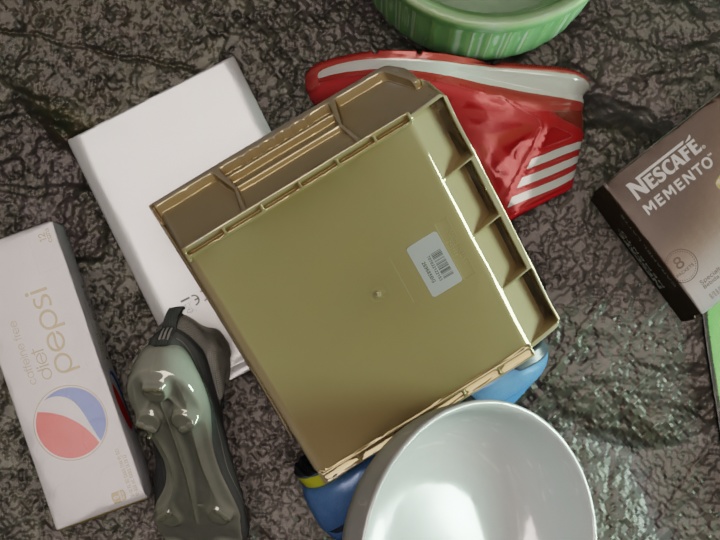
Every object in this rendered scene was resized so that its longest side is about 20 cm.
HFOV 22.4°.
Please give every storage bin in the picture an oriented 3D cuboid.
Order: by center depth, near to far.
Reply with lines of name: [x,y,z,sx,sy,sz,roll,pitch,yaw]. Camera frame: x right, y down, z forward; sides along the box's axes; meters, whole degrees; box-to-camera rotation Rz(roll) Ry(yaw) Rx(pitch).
storage bin: [0.000,0.000,1.206,0.198,0.094,0.201,-31,115,-3]

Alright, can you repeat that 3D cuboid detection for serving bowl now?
serving bowl: [0.062,0.184,1.203,0.199,0.066,0.202,0,90,-35]

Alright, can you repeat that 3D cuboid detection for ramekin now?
ramekin: [0.084,-0.242,1.239,0.198,0.098,0.202,1,76,-2]

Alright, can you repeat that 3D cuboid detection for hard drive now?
hard drive: [-0.102,-0.030,1.279,0.131,0.027,0.201,-27,89,-2]

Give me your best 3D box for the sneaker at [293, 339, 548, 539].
sneaker: [0.052,0.118,1.264,0.199,0.066,0.079,-33,105,-3]

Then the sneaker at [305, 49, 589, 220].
sneaker: [0.059,-0.087,1.260,0.198,0.078,0.117,3,87,0]

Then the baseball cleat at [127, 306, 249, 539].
baseball cleat: [-0.105,0.113,1.234,0.069,0.107,0.201,6,132,13]

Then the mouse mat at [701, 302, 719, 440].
mouse mat: [0.349,0.084,1.295,0.198,0.008,0.162,-8,88,0]

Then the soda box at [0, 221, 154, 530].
soda box: [-0.206,0.072,1.255,0.068,0.064,0.202,-19,89,-2]

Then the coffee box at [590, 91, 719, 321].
coffee box: [0.272,-0.071,1.261,0.199,0.080,0.115,-37,87,-3]
